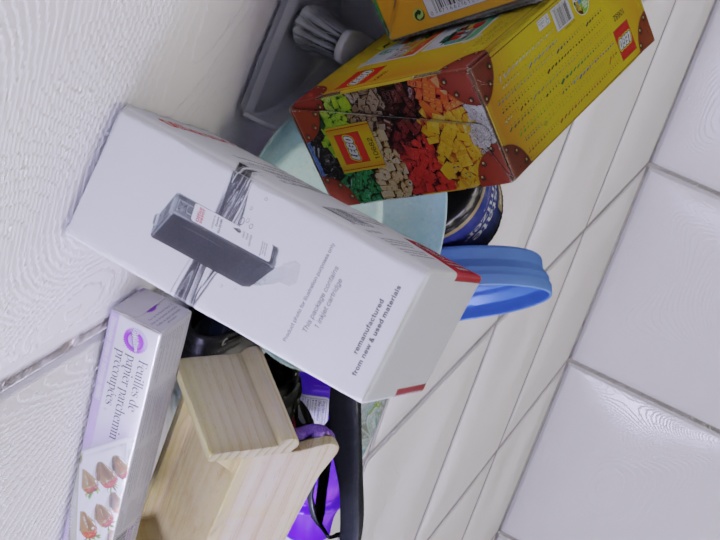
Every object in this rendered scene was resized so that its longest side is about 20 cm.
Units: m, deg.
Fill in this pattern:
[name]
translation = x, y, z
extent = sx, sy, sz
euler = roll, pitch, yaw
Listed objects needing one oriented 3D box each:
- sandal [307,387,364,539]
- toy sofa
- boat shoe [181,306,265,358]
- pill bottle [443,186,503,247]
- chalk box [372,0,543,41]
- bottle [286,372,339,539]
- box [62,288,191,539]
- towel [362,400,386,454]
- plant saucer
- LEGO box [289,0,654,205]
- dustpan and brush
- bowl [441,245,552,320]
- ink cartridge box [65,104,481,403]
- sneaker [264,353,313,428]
[sandal]
translation = -0.021, 0.146, 1.156
extent = 0.076, 0.043, 0.201
euler = 68, 20, -81
[toy sofa]
translation = -0.097, 0.148, 1.009
extent = 0.097, 0.083, 0.200
euler = -4, 139, -28
[boat shoe]
translation = -0.066, 0.002, 1.050
extent = 0.200, 0.070, 0.066
euler = -44, 158, -34
[pill bottle]
translation = 0.068, -0.066, 1.291
extent = 0.112, 0.112, 0.200
euler = -64, 165, -2
[chalk box]
translation = 0.086, -0.255, 0.947
extent = 0.200, 0.125, 0.124
euler = -50, 121, -48
[bottle]
translation = -0.041, 0.160, 1.304
extent = 0.084, 0.065, 0.200
euler = -85, -178, -66
[box]
translation = -0.156, 0.108, 0.954
extent = 0.041, 0.039, 0.200
euler = -43, 154, -57
[towel]
translation = -0.028, 0.164, 1.458
extent = 0.171, 0.048, 0.200
euler = -60, 164, -19
[plant saucer]
translation = -0.022, -0.030, 1.005
extent = 0.201, 0.039, 0.202
euler = -16, 114, -41
[LEGO box]
translation = 0.076, -0.129, 0.941
extent = 0.200, 0.149, 0.077
euler = -43, 117, -40
[dustpan and brush]
translation = 0.000, -0.155, 1.017
extent = 0.140, 0.057, 0.200
euler = -67, 164, 9
[bowl]
translation = 0.072, 0.015, 1.310
extent = 0.201, 0.200, 0.039
euler = 39, 45, -74
[ink cartridge box]
translation = -0.047, -0.009, 0.835
extent = 0.084, 0.200, 0.144
euler = -62, 165, 6
[sneaker]
translation = -0.069, 0.103, 1.142
extent = 0.084, 0.077, 0.200
euler = -60, 166, -5
